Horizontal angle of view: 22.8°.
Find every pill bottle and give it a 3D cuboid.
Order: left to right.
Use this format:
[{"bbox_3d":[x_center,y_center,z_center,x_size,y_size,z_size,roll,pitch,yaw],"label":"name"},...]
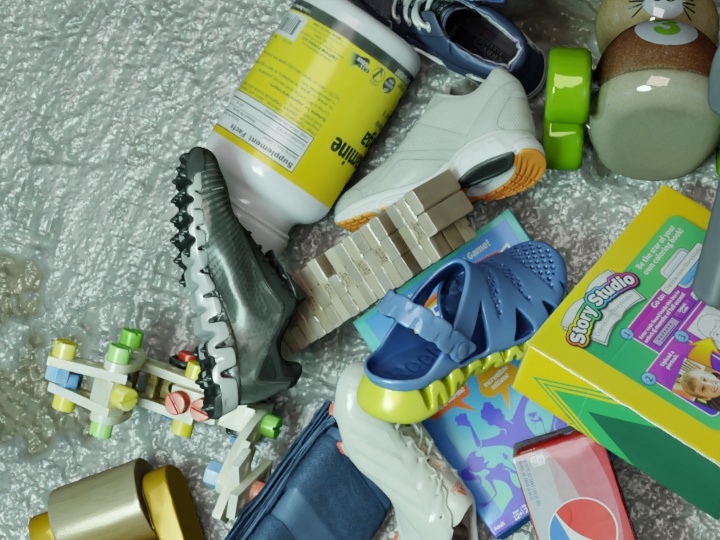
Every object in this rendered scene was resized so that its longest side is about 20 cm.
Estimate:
[{"bbox_3d":[-0.049,-0.111,1.399,0.112,0.112,0.201,33,91,17],"label":"pill bottle"}]

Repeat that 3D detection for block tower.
[{"bbox_3d":[0.000,0.000,1.343,0.200,0.058,0.054,-35,87,40],"label":"block tower"}]

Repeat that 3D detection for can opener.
[{"bbox_3d":[0.262,-0.076,1.226,0.067,0.053,0.201,41,128,48],"label":"can opener"}]

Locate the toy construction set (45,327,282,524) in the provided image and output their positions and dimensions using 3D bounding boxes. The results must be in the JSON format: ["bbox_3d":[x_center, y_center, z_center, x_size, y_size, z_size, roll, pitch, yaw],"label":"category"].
[{"bbox_3d":[-0.138,0.109,1.375,0.199,0.131,0.093,33,102,14],"label":"toy construction set"}]

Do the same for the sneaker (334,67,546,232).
[{"bbox_3d":[0.059,-0.087,1.371,0.199,0.075,0.093,-23,60,38],"label":"sneaker"}]

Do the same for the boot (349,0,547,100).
[{"bbox_3d":[0.058,-0.206,1.398,0.199,0.090,0.073,32,90,17],"label":"boot"}]

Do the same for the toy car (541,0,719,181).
[{"bbox_3d":[0.222,-0.181,1.329,0.163,0.158,0.202,4,69,5],"label":"toy car"}]

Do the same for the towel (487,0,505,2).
[{"bbox_3d":[0.063,-0.250,1.365,0.199,0.024,0.145,12,39,36],"label":"towel"}]

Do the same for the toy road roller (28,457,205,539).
[{"bbox_3d":[-0.186,0.247,1.357,0.122,0.146,0.201,-21,76,10],"label":"toy road roller"}]

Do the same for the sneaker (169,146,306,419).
[{"bbox_3d":[-0.088,0.005,1.333,0.090,0.066,0.202,-8,87,-17],"label":"sneaker"}]

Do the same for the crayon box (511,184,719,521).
[{"bbox_3d":[0.234,0.053,1.272,0.172,0.059,0.200,32,53,18],"label":"crayon box"}]

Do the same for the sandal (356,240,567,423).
[{"bbox_3d":[0.077,0.027,1.268,0.079,0.088,0.200,23,43,35],"label":"sandal"}]

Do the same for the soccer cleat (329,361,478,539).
[{"bbox_3d":[0.043,0.151,1.310,0.077,0.069,0.201,-1,121,43],"label":"soccer cleat"}]

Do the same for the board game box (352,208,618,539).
[{"bbox_3d":[0.111,0.078,1.359,0.152,0.045,0.201,-37,73,6],"label":"board game box"}]

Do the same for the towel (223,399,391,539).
[{"bbox_3d":[-0.051,0.205,1.322,0.048,0.112,0.200,12,55,40],"label":"towel"}]

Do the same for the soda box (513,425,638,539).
[{"bbox_3d":[0.170,0.213,1.284,0.070,0.063,0.201,-18,91,6],"label":"soda box"}]
